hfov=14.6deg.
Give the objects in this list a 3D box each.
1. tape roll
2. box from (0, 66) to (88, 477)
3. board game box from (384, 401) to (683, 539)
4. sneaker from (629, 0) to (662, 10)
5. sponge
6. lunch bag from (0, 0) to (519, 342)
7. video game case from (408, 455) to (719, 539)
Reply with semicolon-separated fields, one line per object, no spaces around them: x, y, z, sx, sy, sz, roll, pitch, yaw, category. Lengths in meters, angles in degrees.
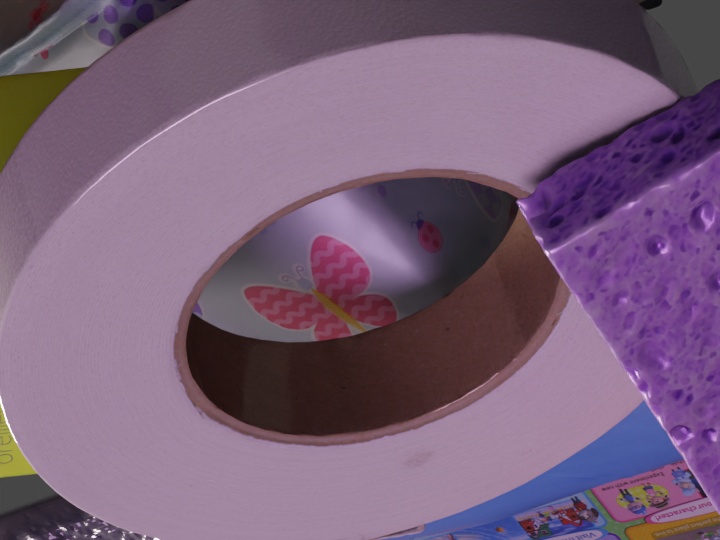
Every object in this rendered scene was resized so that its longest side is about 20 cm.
0.000;0.000;0.736;0.202;0.037;0.203;-12;141;-9;tape roll
-0.157;0.011;0.760;0.199;0.048;0.122;-6;139;-9;box
0.045;0.047;0.910;0.199;0.039;0.158;-21;164;31;board game box
0.084;-0.123;0.723;0.199;0.078;0.087;-13;117;20;sneaker
0.150;-0.024;0.705;0.199;0.030;0.112;-30;127;6;sponge
-0.063;-0.024;0.872;0.200;0.127;0.170;-25;120;42;lunch bag
0.089;0.075;0.995;0.199;0.022;0.182;-18;126;31;video game case
